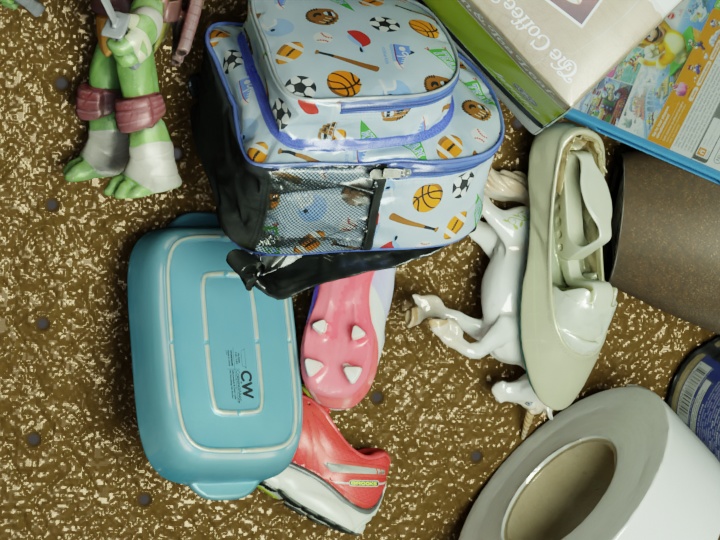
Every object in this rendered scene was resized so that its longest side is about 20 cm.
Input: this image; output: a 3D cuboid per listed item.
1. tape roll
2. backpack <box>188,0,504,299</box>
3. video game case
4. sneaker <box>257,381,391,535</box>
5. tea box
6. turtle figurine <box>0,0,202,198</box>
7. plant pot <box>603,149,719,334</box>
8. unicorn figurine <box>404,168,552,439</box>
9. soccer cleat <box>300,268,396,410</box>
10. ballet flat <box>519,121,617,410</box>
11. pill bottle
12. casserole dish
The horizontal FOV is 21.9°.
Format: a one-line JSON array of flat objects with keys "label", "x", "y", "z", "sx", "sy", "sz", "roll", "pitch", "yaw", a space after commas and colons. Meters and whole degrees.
[{"label": "tape roll", "x": 0.162, "y": 0.179, "z": 1.321, "sx": 0.203, "sy": 0.202, "sz": 0.071, "roll": -46, "pitch": 108, "yaw": 0}, {"label": "backpack", "x": -0.004, "y": -0.096, "z": 1.213, "sx": 0.188, "sy": 0.201, "sz": 0.155, "roll": 4, "pitch": 134, "yaw": -22}, {"label": "video game case", "x": 0.236, "y": -0.141, "z": 1.285, "sx": 0.199, "sy": 0.018, "sz": 0.144, "roll": 26, "pitch": 82, "yaw": 20}, {"label": "sneaker", "x": -0.064, "y": 0.110, "z": 1.328, "sx": 0.199, "sy": 0.077, "sz": 0.085, "roll": 34, "pitch": 74, "yaw": -20}, {"label": "tea box", "x": 0.101, "y": -0.210, "z": 1.195, "sx": 0.134, "sy": 0.197, "sz": 0.200, "roll": -43, "pitch": 91, "yaw": 0}, {"label": "turtle figurine", "x": -0.184, "y": -0.146, "z": 1.195, "sx": 0.142, "sy": 0.200, "sz": 0.196, "roll": 4, "pitch": 109, "yaw": 20}, {"label": "plant pot", "x": 0.277, "y": -0.027, "z": 1.327, "sx": 0.197, "sy": 0.187, "sz": 0.189, "roll": 6, "pitch": 101, "yaw": 0}, {"label": "unicorn figurine", "x": 0.098, "y": 0.023, "z": 1.333, "sx": 0.136, "sy": 0.074, "sz": 0.202, "roll": 10, "pitch": 94, "yaw": -27}, {"label": "soccer cleat", "x": 0.000, "y": 0.000, "z": 1.308, "sx": 0.066, "sy": 0.077, "sz": 0.202, "roll": 11, "pitch": 74, "yaw": 6}, {"label": "ballet flat", "x": 0.148, "y": -0.004, "z": 1.296, "sx": 0.069, "sy": 0.069, "sz": 0.203, "roll": -1, "pitch": 87, "yaw": -13}, {"label": "pill bottle", "x": 0.307, "y": 0.121, "z": 1.342, "sx": 0.110, "sy": 0.200, "sz": 0.113, "roll": -3, "pitch": 103, "yaw": -13}, {"label": "casserole dish", "x": -0.094, "y": 0.053, "z": 1.267, "sx": 0.120, "sy": 0.039, "sz": 0.202, "roll": 1, "pitch": 75, "yaw": -27}]
